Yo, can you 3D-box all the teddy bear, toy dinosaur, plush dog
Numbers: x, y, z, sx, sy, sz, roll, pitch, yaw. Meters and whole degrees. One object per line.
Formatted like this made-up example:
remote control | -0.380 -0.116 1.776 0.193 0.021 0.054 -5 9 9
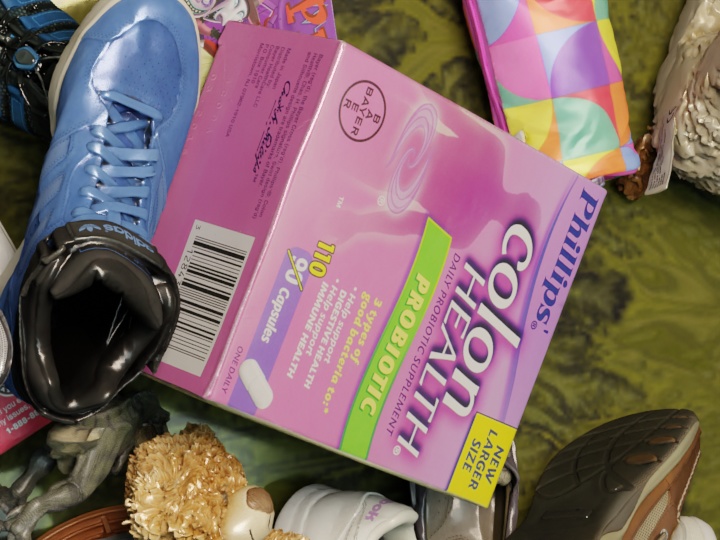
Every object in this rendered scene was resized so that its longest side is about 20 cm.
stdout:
teddy bear | -0.067 0.178 1.063 0.144 0.066 0.202 4 90 -51
toy dinosaur | -0.142 0.094 1.054 0.047 0.200 0.088 45 93 3
plush dog | 0.252 -0.077 1.212 0.170 0.200 0.161 22 116 -9

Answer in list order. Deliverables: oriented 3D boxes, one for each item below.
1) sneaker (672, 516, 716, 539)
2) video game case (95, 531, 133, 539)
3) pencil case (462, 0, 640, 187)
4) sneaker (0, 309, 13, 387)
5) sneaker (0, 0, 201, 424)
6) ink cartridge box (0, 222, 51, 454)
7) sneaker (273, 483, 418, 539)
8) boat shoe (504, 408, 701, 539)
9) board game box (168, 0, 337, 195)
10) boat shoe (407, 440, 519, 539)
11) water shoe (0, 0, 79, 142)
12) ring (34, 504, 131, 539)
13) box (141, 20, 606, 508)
sneaker | 0.130 0.216 1.206 0.081 0.075 0.201 36 78 -7
video game case | -0.174 0.248 1.085 0.180 0.045 0.202 -10 93 -21
pencil case | 0.097 -0.134 1.184 0.088 0.088 0.202 -13 93 -20
sneaker | -0.198 0.073 0.969 0.075 0.114 0.202 -5 93 -20
sneaker | -0.110 -0.028 0.978 0.076 0.111 0.201 22 94 -28
ink cartridge box | -0.245 0.011 1.056 0.145 0.083 0.201 -32 101 -16
sneaker | 0.007 0.214 1.138 0.075 0.099 0.202 -14 96 -47
boat shoe | 0.131 0.149 1.177 0.200 0.075 0.074 -42 120 -45
board game box | -0.059 -0.066 1.087 0.120 0.032 0.202 -26 117 -37
boat shoe | 0.056 0.108 1.177 0.071 0.065 0.202 2 89 -18
water shoe | -0.160 -0.106 1.090 0.199 0.079 0.072 32 79 -18
ring | -0.116 0.225 1.139 0.199 0.019 0.203 0 91 -21
box | 0.000 0.000 1.070 0.199 0.096 0.177 25 84 -41
